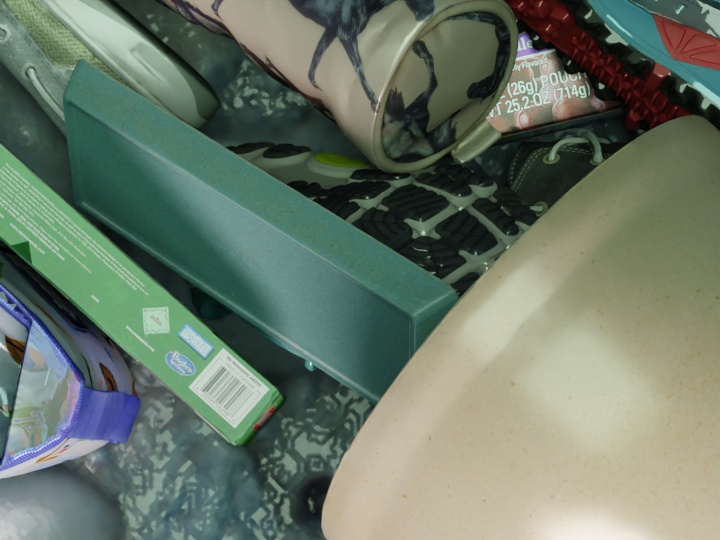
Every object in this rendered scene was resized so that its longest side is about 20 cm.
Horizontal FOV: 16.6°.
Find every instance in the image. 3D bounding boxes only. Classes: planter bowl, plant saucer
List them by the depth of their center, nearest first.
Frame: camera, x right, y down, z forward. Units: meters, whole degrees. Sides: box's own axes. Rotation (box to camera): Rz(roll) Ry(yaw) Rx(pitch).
[{"bbox_3d":[0.103,0.066,0.855,0.135,0.200,0.200,43,90,15],"label":"planter bowl"},{"bbox_3d":[-0.043,-0.009,0.928,0.200,0.070,0.019,31,51,31],"label":"plant saucer"}]

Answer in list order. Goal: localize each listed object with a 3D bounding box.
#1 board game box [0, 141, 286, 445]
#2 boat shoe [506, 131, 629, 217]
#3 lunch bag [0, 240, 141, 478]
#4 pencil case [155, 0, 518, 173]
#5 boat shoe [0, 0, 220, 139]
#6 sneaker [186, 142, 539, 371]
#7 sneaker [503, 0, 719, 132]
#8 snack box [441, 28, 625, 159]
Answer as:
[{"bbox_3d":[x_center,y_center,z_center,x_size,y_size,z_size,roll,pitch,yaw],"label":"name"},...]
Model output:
[{"bbox_3d":[-0.113,-0.007,0.969,0.200,0.135,0.029,41,87,2],"label":"board game box"},{"bbox_3d":[0.088,-0.027,0.993,0.200,0.072,0.068,-23,78,10],"label":"boat shoe"},{"bbox_3d":[-0.190,0.029,0.954,0.200,0.170,0.124,13,87,4],"label":"lunch bag"},{"bbox_3d":[-0.032,-0.112,0.960,0.200,0.089,0.078,35,83,26],"label":"pencil case"},{"bbox_3d":[-0.152,-0.109,1.006,0.202,0.074,0.065,37,93,-7],"label":"boat shoe"},{"bbox_3d":[0.000,0.000,0.960,0.077,0.200,0.080,-25,116,-37],"label":"sneaker"},{"bbox_3d":[0.108,-0.119,0.943,0.200,0.079,0.096,44,72,-1],"label":"sneaker"},{"bbox_3d":[0.107,-0.149,1.002,0.200,0.068,0.169,-13,89,0],"label":"snack box"}]
